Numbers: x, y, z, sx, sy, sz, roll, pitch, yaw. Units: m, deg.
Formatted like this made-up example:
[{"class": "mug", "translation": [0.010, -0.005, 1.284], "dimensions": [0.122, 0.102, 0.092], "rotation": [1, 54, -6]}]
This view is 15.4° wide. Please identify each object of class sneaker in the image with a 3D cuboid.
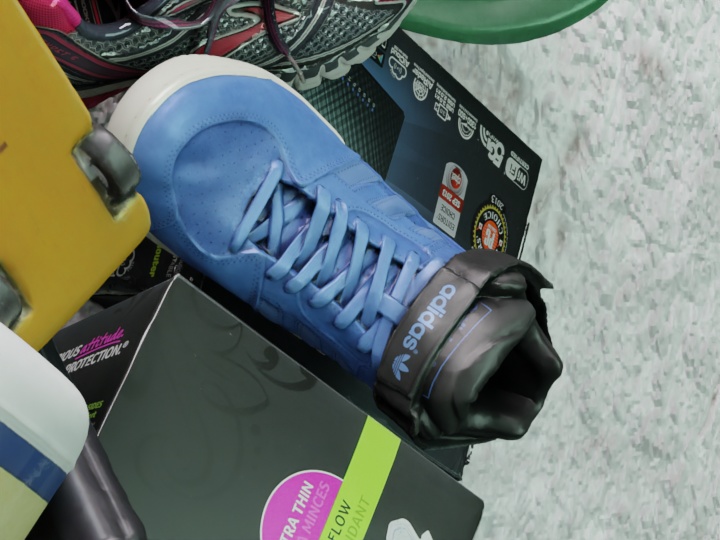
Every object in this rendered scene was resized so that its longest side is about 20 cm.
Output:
[{"class": "sneaker", "translation": [-0.051, -0.101, 0.941], "dimensions": [0.199, 0.075, 0.081], "rotation": [-20, 84, -31]}, {"class": "sneaker", "translation": [0.001, -0.001, 0.929], "dimensions": [0.077, 0.111, 0.200], "rotation": [-54, 139, -5]}]

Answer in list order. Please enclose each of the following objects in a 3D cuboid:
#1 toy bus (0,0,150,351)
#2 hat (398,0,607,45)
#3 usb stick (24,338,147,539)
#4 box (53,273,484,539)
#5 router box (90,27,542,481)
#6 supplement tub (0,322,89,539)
[{"class": "toy bus", "translation": [-0.137, -0.065, 0.755], "dimensions": [0.065, 0.078, 0.200], "rotation": [-49, 136, -19]}, {"class": "hat", "translation": [0.035, -0.150, 1.167], "dimensions": [0.198, 0.176, 0.167], "rotation": [4, 74, -12]}, {"class": "usb stick", "translation": [-0.115, 0.039, 0.833], "dimensions": [0.032, 0.200, 0.056], "rotation": [20, 118, -42]}, {"class": "box", "translation": [-0.075, 0.132, 0.894], "dimensions": [0.148, 0.124, 0.201], "rotation": [36, 59, -22]}, {"class": "router box", "translation": [-0.013, -0.020, 1.067], "dimensions": [0.200, 0.062, 0.151], "rotation": [36, 63, -48]}, {"class": "supplement tub", "translation": [-0.183, 0.082, 0.729], "dimensions": [0.201, 0.144, 0.144], "rotation": [-56, 136, -9]}]
